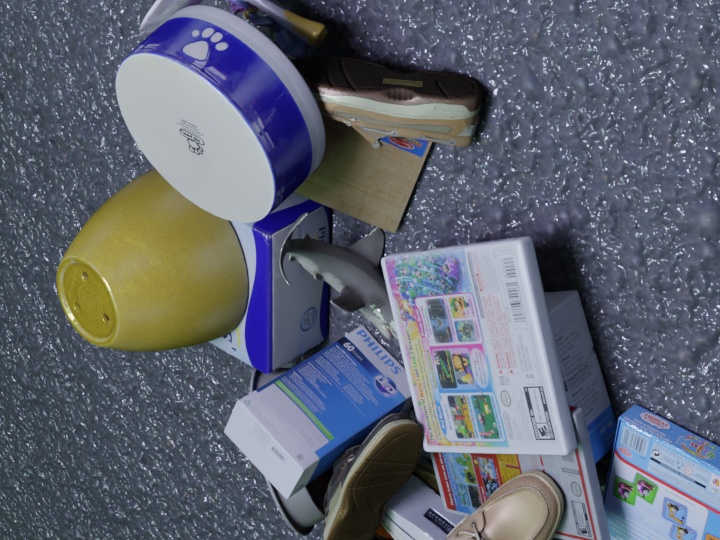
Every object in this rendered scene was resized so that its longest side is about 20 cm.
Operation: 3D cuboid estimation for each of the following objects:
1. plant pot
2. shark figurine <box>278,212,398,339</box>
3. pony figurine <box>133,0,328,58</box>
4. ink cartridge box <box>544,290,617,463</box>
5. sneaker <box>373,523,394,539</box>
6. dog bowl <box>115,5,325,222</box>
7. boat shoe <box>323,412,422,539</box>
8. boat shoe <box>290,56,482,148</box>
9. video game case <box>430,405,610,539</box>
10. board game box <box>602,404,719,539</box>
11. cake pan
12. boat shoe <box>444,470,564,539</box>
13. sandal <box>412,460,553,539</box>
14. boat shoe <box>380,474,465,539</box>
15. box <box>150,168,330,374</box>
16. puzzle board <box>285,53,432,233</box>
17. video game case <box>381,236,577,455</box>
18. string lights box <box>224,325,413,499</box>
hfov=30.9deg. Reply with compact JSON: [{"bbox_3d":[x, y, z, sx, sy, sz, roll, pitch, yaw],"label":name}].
[{"bbox_3d":[-0.240,0.008,1.401,0.199,0.142,0.201,23,126,35],"label":"plant pot"},{"bbox_3d":[-0.017,-0.015,1.361,0.090,0.214,0.128,-48,38,9],"label":"shark figurine"},{"bbox_3d":[-0.115,-0.294,1.282,0.199,0.167,0.193,34,134,-2],"label":"pony figurine"},{"bbox_3d":[0.165,0.088,1.262,0.115,0.067,0.201,-4,109,46],"label":"ink cartridge box"},{"bbox_3d":[-0.001,0.231,1.469,0.200,0.112,0.078,53,137,8],"label":"sneaker"},{"bbox_3d":[-0.134,-0.145,1.235,0.199,0.079,0.201,30,148,21],"label":"dog bowl"},{"bbox_3d":[0.001,0.211,1.341,0.201,0.073,0.065,-63,37,34],"label":"boat shoe"},{"bbox_3d":[0.013,-0.150,1.232,0.198,0.072,0.077,11,128,9],"label":"boat shoe"},{"bbox_3d":[0.146,0.188,1.275,0.199,0.017,0.144,4,115,45],"label":"video game case"},{"bbox_3d":[0.302,0.245,1.240,0.151,0.036,0.201,27,128,32],"label":"board game box"},{"bbox_3d":[-0.072,0.198,1.484,0.036,0.200,0.202,-17,102,11],"label":"cake pan"},{"bbox_3d":[0.120,0.271,1.261,0.071,0.064,0.200,49,122,18],"label":"boat shoe"},{"bbox_3d":[0.132,0.239,1.389,0.199,0.054,0.081,6,127,39],"label":"sandal"},{"bbox_3d":[0.092,0.300,1.380,0.200,0.071,0.070,37,143,21],"label":"boat shoe"},{"bbox_3d":[-0.140,-0.015,1.475,0.199,0.105,0.185,25,128,32],"label":"box"},{"bbox_3d":[-0.033,-0.133,1.313,0.199,0.017,0.151,22,130,0],"label":"puzzle board"},{"bbox_3d":[0.108,0.075,1.230,0.181,0.024,0.202,-7,99,47],"label":"video game case"},{"bbox_3d":[-0.036,0.147,1.391,0.103,0.199,0.059,44,135,18],"label":"string lights box"}]
